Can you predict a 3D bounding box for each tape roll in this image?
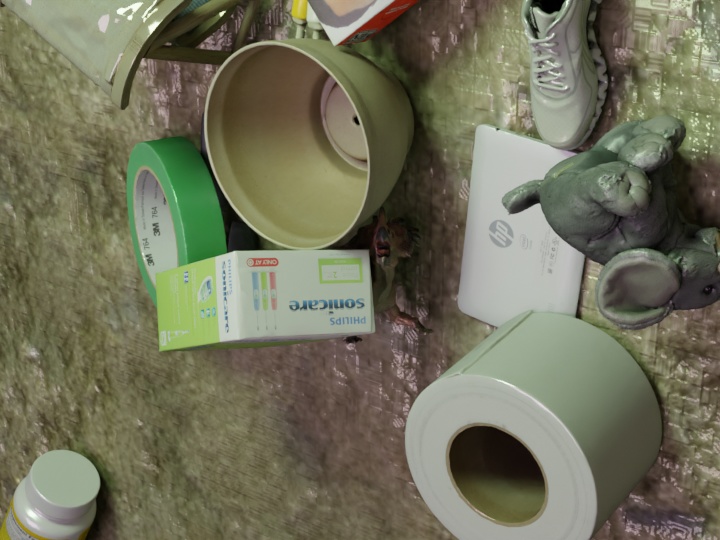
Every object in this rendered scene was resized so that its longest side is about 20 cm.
[{"bbox_3d":[-0.205,-0.045,1.465,0.200,0.048,0.201,37,132,56],"label":"tape roll"},{"bbox_3d":[0.161,0.157,1.240,0.202,0.139,0.203,19,124,30],"label":"tape roll"}]

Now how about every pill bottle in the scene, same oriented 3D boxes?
[{"bbox_3d":[-0.429,0.345,1.826,0.114,0.114,0.200,43,129,17],"label":"pill bottle"}]

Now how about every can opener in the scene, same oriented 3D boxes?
[{"bbox_3d":[-0.142,-0.086,1.462,0.067,0.053,0.200,6,116,2],"label":"can opener"}]

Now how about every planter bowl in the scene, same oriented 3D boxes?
[{"bbox_3d":[-0.033,-0.134,1.283,0.200,0.135,0.201,16,117,33],"label":"planter bowl"}]

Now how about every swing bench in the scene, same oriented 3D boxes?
[{"bbox_3d":[-0.225,-0.285,1.329,0.199,0.200,0.130,40,129,19],"label":"swing bench"}]

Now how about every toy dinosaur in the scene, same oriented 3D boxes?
[{"bbox_3d":[0.000,0.000,1.356,0.200,0.086,0.136,5,102,54],"label":"toy dinosaur"}]

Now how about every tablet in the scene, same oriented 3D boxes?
[{"bbox_3d":[0.154,-0.030,1.258,0.130,0.014,0.200,21,120,31],"label":"tablet"}]

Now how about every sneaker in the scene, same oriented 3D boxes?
[{"bbox_3d":[0.167,-0.196,1.132,0.075,0.081,0.200,15,119,32],"label":"sneaker"}]

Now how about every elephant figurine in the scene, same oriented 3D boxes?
[{"bbox_3d":[0.250,-0.017,1.118,0.200,0.141,0.155,57,164,-17],"label":"elephant figurine"}]

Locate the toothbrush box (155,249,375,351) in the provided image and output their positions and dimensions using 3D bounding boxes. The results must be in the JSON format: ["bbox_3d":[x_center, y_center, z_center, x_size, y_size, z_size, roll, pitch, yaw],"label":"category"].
[{"bbox_3d":[-0.098,0.032,1.307,0.200,0.145,0.086,-10,82,60],"label":"toothbrush box"}]

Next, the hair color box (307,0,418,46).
[{"bbox_3d":[0.036,-0.296,1.181,0.200,0.061,0.102,-33,87,31],"label":"hair color box"}]

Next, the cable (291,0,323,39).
[{"bbox_3d":[-0.031,-0.314,1.259,0.097,0.050,0.200,8,115,36],"label":"cable"}]
